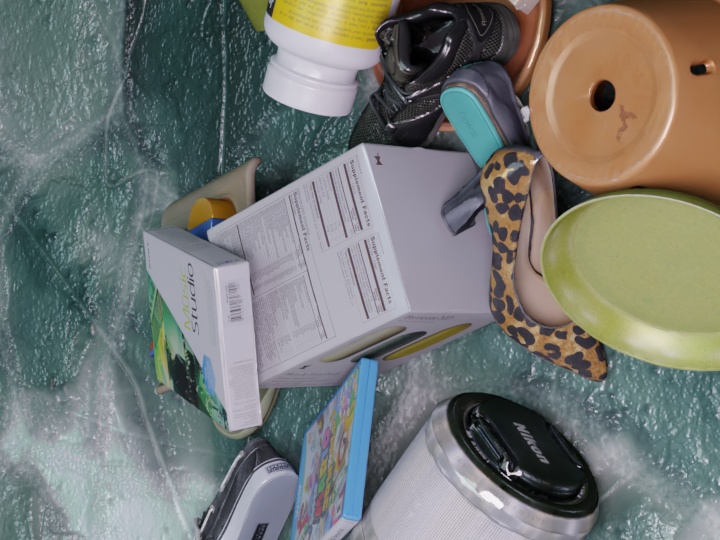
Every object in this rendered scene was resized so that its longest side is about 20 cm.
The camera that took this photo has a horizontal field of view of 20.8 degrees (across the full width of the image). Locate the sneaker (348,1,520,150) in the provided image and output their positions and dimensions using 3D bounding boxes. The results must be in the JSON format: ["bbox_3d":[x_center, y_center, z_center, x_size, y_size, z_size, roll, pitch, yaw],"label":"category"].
[{"bbox_3d":[0.034,-0.157,1.658,0.199,0.114,0.077,-42,61,34],"label":"sneaker"}]

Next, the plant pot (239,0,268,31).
[{"bbox_3d":[-0.066,-0.324,1.777,0.186,0.187,0.201,0,104,41],"label":"plant pot"}]

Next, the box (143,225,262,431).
[{"bbox_3d":[-0.141,0.047,1.721,0.200,0.036,0.145,-156,60,-65],"label":"box"}]

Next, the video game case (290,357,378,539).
[{"bbox_3d":[-0.026,0.177,1.712,0.200,0.018,0.144,124,155,-62],"label":"video game case"}]

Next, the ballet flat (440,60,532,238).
[{"bbox_3d":[0.129,-0.088,1.634,0.073,0.073,0.201,-2,123,41],"label":"ballet flat"}]

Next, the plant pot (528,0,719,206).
[{"bbox_3d":[0.224,-0.130,1.517,0.199,0.140,0.201,-3,85,42],"label":"plant pot"}]

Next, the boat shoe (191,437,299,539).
[{"bbox_3d":[-0.126,0.249,1.856,0.068,0.073,0.200,48,125,41],"label":"boat shoe"}]

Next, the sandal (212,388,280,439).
[{"bbox_3d":[-0.099,0.070,1.849,0.080,0.057,0.202,31,108,38],"label":"sandal"}]

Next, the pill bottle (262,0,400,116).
[{"bbox_3d":[-0.020,-0.239,1.678,0.111,0.111,0.201,31,113,38],"label":"pill bottle"}]

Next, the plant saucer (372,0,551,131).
[{"bbox_3d":[0.090,-0.221,1.709,0.199,0.037,0.201,-1,88,41],"label":"plant saucer"}]

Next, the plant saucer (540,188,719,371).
[{"bbox_3d":[0.236,0.002,1.497,0.199,0.200,0.031,-14,39,40],"label":"plant saucer"}]

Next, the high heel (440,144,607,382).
[{"bbox_3d":[0.155,-0.004,1.571,0.200,0.071,0.143,51,148,2],"label":"high heel"}]

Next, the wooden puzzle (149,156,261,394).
[{"bbox_3d":[-0.155,0.005,1.858,0.185,0.046,0.201,-23,61,56],"label":"wooden puzzle"}]

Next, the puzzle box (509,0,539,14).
[{"bbox_3d":[0.155,-0.328,1.630,0.200,0.025,0.133,-52,57,10],"label":"puzzle box"}]

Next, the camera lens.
[{"bbox_3d":[0.088,0.214,1.610,0.160,0.160,0.200,49,119,31],"label":"camera lens"}]

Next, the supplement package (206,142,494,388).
[{"bbox_3d":[0.000,0.000,1.701,0.200,0.151,0.151,-27,72,38],"label":"supplement package"}]
